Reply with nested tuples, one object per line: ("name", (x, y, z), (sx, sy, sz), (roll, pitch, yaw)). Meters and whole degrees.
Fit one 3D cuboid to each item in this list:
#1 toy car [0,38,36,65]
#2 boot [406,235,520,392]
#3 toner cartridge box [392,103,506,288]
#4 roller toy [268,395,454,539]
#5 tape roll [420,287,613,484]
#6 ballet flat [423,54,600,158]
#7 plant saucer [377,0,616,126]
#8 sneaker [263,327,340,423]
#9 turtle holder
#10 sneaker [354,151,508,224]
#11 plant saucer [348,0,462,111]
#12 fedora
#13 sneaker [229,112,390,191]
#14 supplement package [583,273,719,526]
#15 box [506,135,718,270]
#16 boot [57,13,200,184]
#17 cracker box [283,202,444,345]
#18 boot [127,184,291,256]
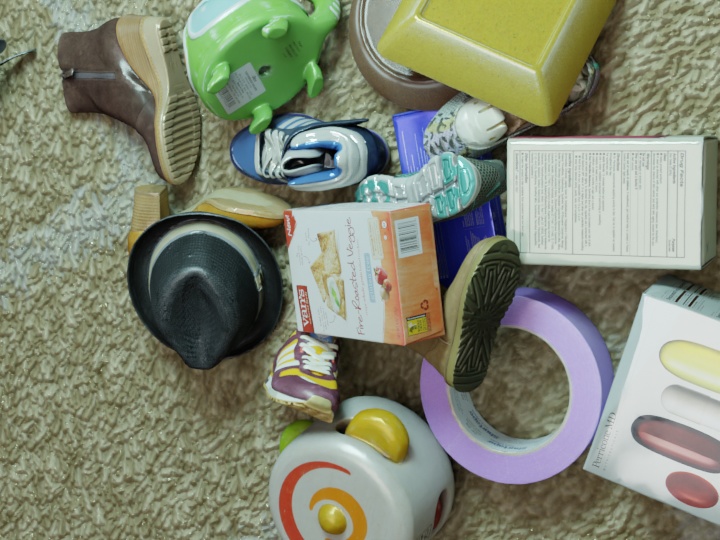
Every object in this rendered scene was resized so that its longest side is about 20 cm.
("toy car", (-0.496, -0.249, 1.709), (0.198, 0.164, 0.159), (-14, 92, 13))
("boot", (0.066, 0.011, 1.492), (0.200, 0.066, 0.177), (37, 116, 46))
("toner cartridge box", (0.100, -0.077, 1.542), (0.094, 0.043, 0.202), (-8, 93, 24))
("roller toy", (0.000, 0.242, 1.550), (0.199, 0.140, 0.184), (-21, 98, 35))
("tape roll", (0.166, 0.122, 1.528), (0.198, 0.066, 0.202), (3, 97, 23))
("ballet flat", (0.154, -0.170, 1.464), (0.199, 0.072, 0.073), (-26, 86, 5))
("plant saucer", (0.143, -0.271, 1.436), (0.199, 0.049, 0.201), (25, 74, 12))
("sneaker", (-0.057, 0.104, 1.551), (0.074, 0.200, 0.091), (24, 88, -15))
("turtle holder", (-0.113, -0.259, 1.556), (0.186, 0.140, 0.132), (-52, 50, 22))
("sneaker", (0.075, -0.075, 1.488), (0.199, 0.091, 0.078), (-11, 90, 50))
("plant saucer", (0.074, -0.271, 1.511), (0.198, 0.034, 0.203), (-3, 82, 21))
("fedora", (-0.179, 0.037, 1.601), (0.198, 0.092, 0.202), (2, 123, 3))
("sneaker", (-0.077, -0.128, 1.551), (0.198, 0.146, 0.082), (5, 98, 21))
("supplement package", (0.352, 0.132, 1.408), (0.198, 0.147, 0.193), (20, 104, 18))
("box", (0.254, -0.072, 1.443), (0.198, 0.109, 0.129), (2, 97, 22))
("boot", (-0.274, -0.195, 1.681), (0.165, 0.072, 0.202), (-5, 96, 35))
("cracker box", (0.000, 0.000, 1.482), (0.199, 0.057, 0.135), (3, 103, 56))
("boot", (-0.174, -0.020, 1.657), (0.199, 0.071, 0.146), (6, 111, 14))
